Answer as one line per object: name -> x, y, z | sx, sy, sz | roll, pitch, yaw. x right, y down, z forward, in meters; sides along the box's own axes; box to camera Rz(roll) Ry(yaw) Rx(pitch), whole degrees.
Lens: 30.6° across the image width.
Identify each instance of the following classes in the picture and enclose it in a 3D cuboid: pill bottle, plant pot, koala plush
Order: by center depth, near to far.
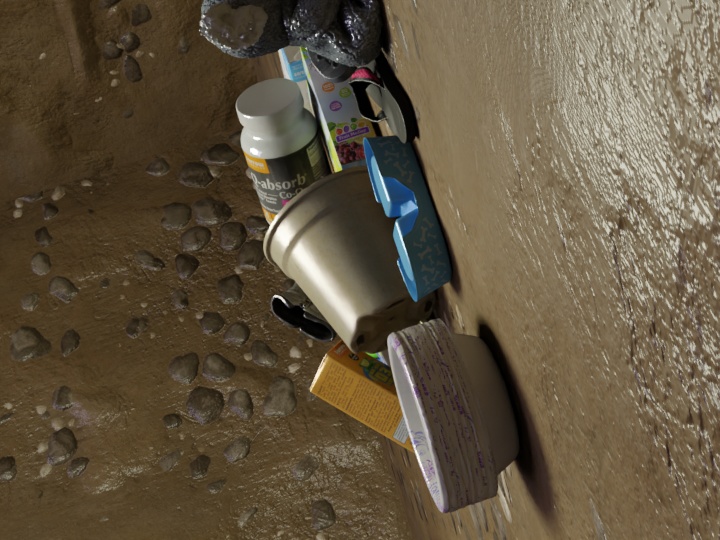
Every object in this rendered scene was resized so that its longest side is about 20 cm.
koala plush -> -0.087, -0.297, 1.470 | 0.177, 0.197, 0.186 | -125, 17, -72
plant pot -> 0.000, 0.000, 1.721 | 0.185, 0.199, 0.201 | 58, 169, 26
pill bottle -> -0.106, -0.163, 1.870 | 0.117, 0.115, 0.202 | -114, 5, -52

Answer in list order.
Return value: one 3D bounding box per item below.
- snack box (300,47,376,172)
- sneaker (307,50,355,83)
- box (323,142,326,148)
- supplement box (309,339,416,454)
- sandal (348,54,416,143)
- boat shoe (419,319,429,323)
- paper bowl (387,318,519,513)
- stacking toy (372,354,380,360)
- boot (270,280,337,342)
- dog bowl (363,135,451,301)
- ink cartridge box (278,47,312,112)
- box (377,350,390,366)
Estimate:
snack box -> -0.022, -0.201, 1.847 | 0.169, 0.067, 0.202 | 81, 172, -66
sneaker -> -0.036, -0.306, 1.739 | 0.082, 0.069, 0.202 | 52, -165, -49
box -> -0.004, -0.119, 2.033 | 0.122, 0.047, 0.203 | 165, 87, -85
supplement box -> 0.035, 0.175, 1.769 | 0.070, 0.198, 0.067 | -67, -11, 23
sandal -> 0.017, -0.203, 1.520 | 0.201, 0.044, 0.076 | -115, 9, -59
boat shoe -> 0.091, 0.153, 1.811 | 0.072, 0.064, 0.203 | -121, 15, -70
paper bowl -> 0.104, 0.151, 1.423 | 0.201, 0.103, 0.204 | 162, 90, -86
stacking toy -> 0.040, 0.133, 2.318 | 0.085, 0.084, 0.203 | -136, 36, -80
boot -> -0.017, 0.063, 1.817 | 0.132, 0.197, 0.071 | -51, -26, -55
dog bowl -> 0.056, -0.067, 1.536 | 0.112, 0.049, 0.203 | 94, 157, -77
ink cartridge box -> -0.085, -0.306, 2.184 | 0.201, 0.067, 0.116 | 77, 173, -46
box -> 0.019, 0.070, 2.073 | 0.122, 0.047, 0.201 | 54, 172, 49
